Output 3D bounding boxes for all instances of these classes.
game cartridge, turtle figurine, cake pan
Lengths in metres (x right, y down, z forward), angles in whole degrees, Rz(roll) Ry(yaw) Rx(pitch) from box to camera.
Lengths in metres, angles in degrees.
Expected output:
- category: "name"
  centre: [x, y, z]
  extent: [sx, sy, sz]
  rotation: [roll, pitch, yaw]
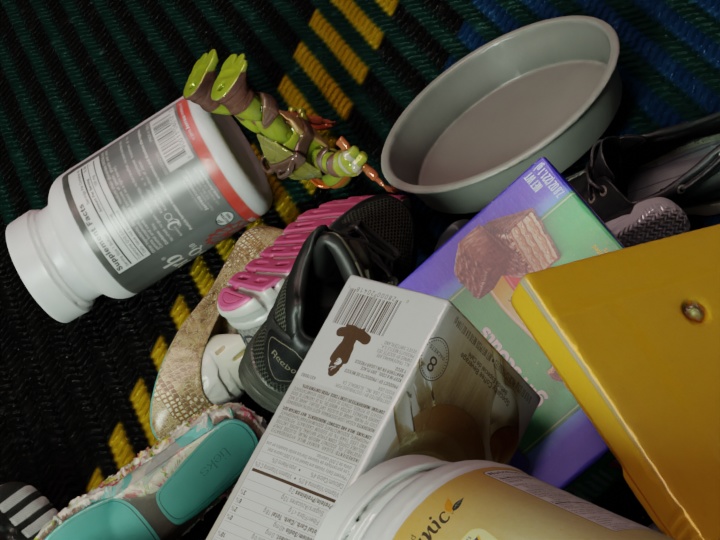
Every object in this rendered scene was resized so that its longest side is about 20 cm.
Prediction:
- category: "game cartridge"
  centre: [0.199, 0.067, 0.932]
  extent: [0.175, 0.033, 0.201]
  rotation: [-13, 57, -29]
- category: "turtle figurine"
  centre: [-0.062, -0.108, 1.363]
  extent: [0.065, 0.161, 0.200]
  rotation: [-54, 29, 4]
- category: "cake pan"
  centre: [0.108, -0.112, 1.288]
  extent: [0.199, 0.037, 0.201]
  rotation: [-27, 28, 16]

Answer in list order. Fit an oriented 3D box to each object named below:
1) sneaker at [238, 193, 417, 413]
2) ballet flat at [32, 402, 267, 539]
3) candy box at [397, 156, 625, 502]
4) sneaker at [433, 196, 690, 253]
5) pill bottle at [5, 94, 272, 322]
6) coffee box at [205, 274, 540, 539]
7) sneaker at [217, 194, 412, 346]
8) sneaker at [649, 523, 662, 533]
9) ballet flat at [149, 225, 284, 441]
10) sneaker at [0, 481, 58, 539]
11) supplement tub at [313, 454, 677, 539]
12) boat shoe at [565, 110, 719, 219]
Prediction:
- category: "sneaker"
  centre: [0.000, 0.000, 1.148]
  extent: [0.200, 0.076, 0.114]
  rotation: [-49, -2, -45]
- category: "ballet flat"
  centre: [-0.147, 0.162, 1.220]
  extent: [0.199, 0.076, 0.064]
  rotation: [-33, 11, -3]
- category: "candy box"
  centre: [0.092, 0.063, 1.046]
  extent: [0.200, 0.077, 0.170]
  rotation: [-42, 63, 8]
- category: "sneaker"
  centre: [0.116, -0.004, 1.159]
  extent: [0.199, 0.076, 0.114]
  rotation: [-35, 40, 8]
- category: "pill bottle"
  centre: [-0.181, -0.049, 1.416]
  extent: [0.199, 0.116, 0.116]
  rotation: [-31, 37, 9]
- category: "coffee box"
  centre: [0.002, 0.121, 0.933]
  extent: [0.079, 0.114, 0.201]
  rotation: [14, 69, 43]
- category: "sneaker"
  centre: [-0.023, 0.012, 1.264]
  extent: [0.073, 0.088, 0.200]
  rotation: [-3, 26, 39]
- category: "sneaker"
  centre: [0.185, 0.188, 0.890]
  extent: [0.199, 0.076, 0.115]
  rotation: [0, 53, 42]
- category: "ballet flat"
  centre: [-0.090, 0.044, 1.283]
  extent: [0.065, 0.071, 0.201]
  rotation: [-5, 49, 38]
- category: "sneaker"
  centre: [-0.296, 0.234, 1.211]
  extent: [0.199, 0.076, 0.116]
  rotation: [-29, -19, -50]
- category: "supplement tub"
  centre: [0.078, 0.173, 0.814]
  extent: [0.199, 0.145, 0.145]
  rotation: [18, 63, 48]
- category: "boat shoe"
  centre: [0.185, -0.064, 1.175]
  extent: [0.198, 0.066, 0.075]
  rotation: [-11, 45, 31]
